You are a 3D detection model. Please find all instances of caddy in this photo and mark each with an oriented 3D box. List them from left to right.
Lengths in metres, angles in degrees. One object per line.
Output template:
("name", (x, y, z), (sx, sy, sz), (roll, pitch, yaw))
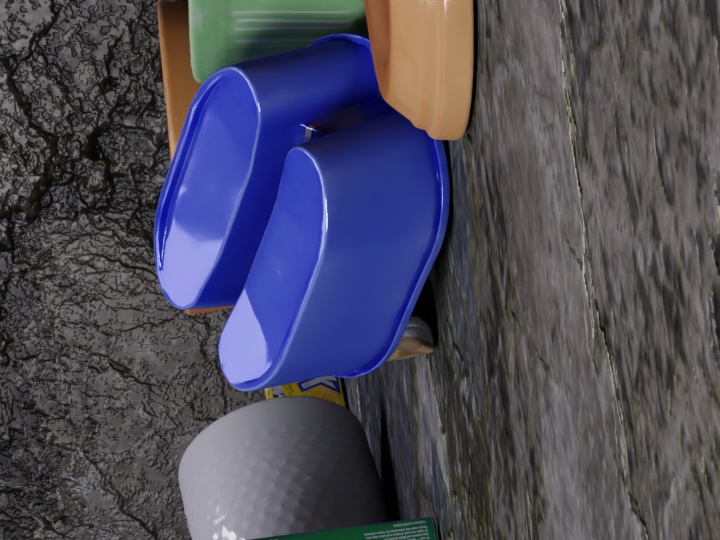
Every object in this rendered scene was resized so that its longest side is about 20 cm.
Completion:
("caddy", (-0.024, -0.029, 1.332), (0.142, 0.105, 0.201), (50, 136, 30))

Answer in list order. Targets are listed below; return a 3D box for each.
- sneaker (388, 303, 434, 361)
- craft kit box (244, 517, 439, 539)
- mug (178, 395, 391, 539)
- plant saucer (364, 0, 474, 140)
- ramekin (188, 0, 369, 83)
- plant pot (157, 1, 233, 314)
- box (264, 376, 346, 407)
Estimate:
("sneaker", (0.000, 0.000, 1.475), (0.200, 0.070, 0.109), (146, 116, -88))
("craft kit box", (-0.048, 0.247, 1.561), (0.049, 0.199, 0.198), (-102, 8, -47))
("mug", (-0.033, 0.218, 1.865), (0.200, 0.147, 0.176), (44, -159, -47))
("plant saucer", (0.022, -0.161, 1.197), (0.200, 0.037, 0.201), (174, 90, -85))
("ramekin", (-0.039, -0.202, 1.387), (0.200, 0.097, 0.201), (2, -90, -90))
("plant pot", (-0.054, -0.079, 1.625), (0.200, 0.139, 0.201), (174, 90, -86))
("box", (-0.050, 0.125, 2.289), (0.200, 0.070, 0.065), (-101, 8, -54))
